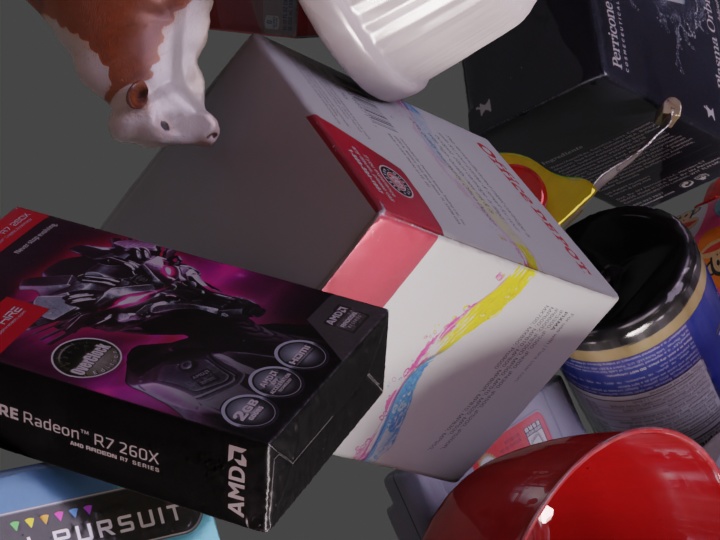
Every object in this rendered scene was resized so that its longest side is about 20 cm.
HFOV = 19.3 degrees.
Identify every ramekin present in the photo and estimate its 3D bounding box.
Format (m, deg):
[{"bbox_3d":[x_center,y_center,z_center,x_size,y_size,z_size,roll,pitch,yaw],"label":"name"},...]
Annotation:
[{"bbox_3d":[0.020,-0.195,1.080,0.202,0.094,0.203,56,21,-35],"label":"ramekin"}]

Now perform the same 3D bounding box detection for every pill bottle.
[{"bbox_3d":[0.190,0.063,1.355,0.200,0.112,0.112,59,32,-39],"label":"pill bottle"}]

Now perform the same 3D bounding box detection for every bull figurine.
[{"bbox_3d":[-0.117,-0.146,1.044,0.200,0.121,0.065,44,-18,25],"label":"bull figurine"}]

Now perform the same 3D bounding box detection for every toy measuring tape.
[{"bbox_3d":[0.117,-0.062,1.346,0.200,0.074,0.074,-42,108,-20],"label":"toy measuring tape"}]

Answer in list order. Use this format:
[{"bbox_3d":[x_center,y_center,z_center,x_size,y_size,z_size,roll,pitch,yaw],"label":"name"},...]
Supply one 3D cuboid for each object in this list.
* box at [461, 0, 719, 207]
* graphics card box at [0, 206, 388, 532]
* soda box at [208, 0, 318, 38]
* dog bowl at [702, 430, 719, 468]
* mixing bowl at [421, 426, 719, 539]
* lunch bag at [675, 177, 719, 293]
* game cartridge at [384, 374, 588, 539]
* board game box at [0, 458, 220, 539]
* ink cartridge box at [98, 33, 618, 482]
[{"bbox_3d":[0.167,-0.169,1.477,0.200,0.117,0.197,19,56,-46],"label":"box"},{"bbox_3d":[-0.101,0.039,0.932,0.125,0.200,0.051,-45,146,-54],"label":"graphics card box"},{"bbox_3d":[-0.041,-0.234,1.204,0.063,0.070,0.200,-13,108,-55],"label":"soda box"},{"bbox_3d":[0.234,0.167,1.321,0.059,0.200,0.200,39,23,29],"label":"dog bowl"},{"bbox_3d":[0.099,0.171,1.122,0.200,0.108,0.201,-11,106,-41],"label":"mixing bowl"},{"bbox_3d":[0.314,0.008,1.610,0.200,0.082,0.176,0,67,-55],"label":"lunch bag"},{"bbox_3d":[0.095,0.151,1.265,0.200,0.041,0.133,-26,96,-56],"label":"game cartridge"},{"bbox_3d":[-0.120,0.182,0.897,0.151,0.047,0.200,-10,78,-31],"label":"board game box"},{"bbox_3d":[0.000,0.000,1.088,0.200,0.145,0.145,19,27,-46],"label":"ink cartridge box"}]
